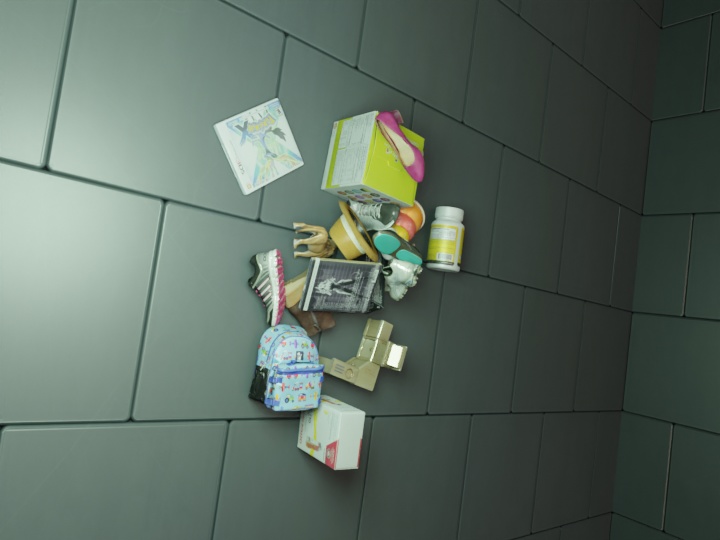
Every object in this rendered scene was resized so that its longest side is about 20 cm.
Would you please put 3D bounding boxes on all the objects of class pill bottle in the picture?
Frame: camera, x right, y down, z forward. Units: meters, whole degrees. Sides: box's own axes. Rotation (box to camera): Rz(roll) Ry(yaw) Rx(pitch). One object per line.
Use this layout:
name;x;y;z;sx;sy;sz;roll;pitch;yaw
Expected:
pill bottle;0.284;-0.102;1.792;0.113;0.113;0.205;11;85;-39

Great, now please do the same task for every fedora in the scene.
fedora;-0.029;-0.089;1.432;0.081;0.202;0.202;-32;118;8

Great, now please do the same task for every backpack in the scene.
backpack;-0.181;0.248;1.406;0.180;0.133;0.205;12;86;-38

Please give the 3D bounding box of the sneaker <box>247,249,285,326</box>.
sneaker;-0.243;0.044;1.385;0.074;0.085;0.204;-66;156;-70

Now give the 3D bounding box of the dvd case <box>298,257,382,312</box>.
dvd case;-0.052;0.041;1.407;0.196;0.016;0.151;4;118;-26

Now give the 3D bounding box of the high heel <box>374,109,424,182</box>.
high heel;0.098;-0.314;1.400;0.096;0.067;0.203;-33;97;-46

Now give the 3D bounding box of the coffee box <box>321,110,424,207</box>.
coffee box;0.036;-0.299;1.521;0.197;0.196;0.204;16;82;-39

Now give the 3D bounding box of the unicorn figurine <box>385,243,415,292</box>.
unicorn figurine;0.111;0.006;1.689;0.135;0.073;0.204;16;68;-29

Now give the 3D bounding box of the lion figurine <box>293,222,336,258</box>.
lion figurine;-0.118;-0.077;1.434;0.120;0.200;0.074;-2;81;-7

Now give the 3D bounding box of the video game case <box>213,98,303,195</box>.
video game case;-0.256;-0.320;1.391;0.199;0.022;0.185;-36;114;-33

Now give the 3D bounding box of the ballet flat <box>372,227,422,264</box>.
ballet flat;0.095;-0.070;1.485;0.199;0.068;0.069;33;31;-41

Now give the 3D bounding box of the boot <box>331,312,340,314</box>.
boot;-0.048;0.058;1.558;0.197;0.067;0.134;0;87;-41

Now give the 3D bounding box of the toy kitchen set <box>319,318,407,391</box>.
toy kitchen set;0.011;0.225;1.548;0.179;0.162;0.204;29;74;-36

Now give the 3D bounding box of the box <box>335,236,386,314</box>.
box;0.000;0.000;1.544;0.140;0.078;0.204;31;51;-39

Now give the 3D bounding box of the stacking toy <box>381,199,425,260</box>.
stacking toy;0.105;-0.110;1.587;0.147;0.144;0.202;50;40;-29

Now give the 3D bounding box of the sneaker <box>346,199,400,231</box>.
sneaker;0.016;-0.162;1.517;0.114;0.199;0.076;26;71;-28

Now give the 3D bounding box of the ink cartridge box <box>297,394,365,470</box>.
ink cartridge box;-0.084;0.430;1.457;0.082;0.198;0.149;8;87;-35

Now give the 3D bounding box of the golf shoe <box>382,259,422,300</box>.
golf shoe;0.103;0.018;1.533;0.096;0.201;0.079;26;63;-2

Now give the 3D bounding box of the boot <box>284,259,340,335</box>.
boot;-0.103;0.074;1.456;0.197;0.073;0.168;-24;114;11
